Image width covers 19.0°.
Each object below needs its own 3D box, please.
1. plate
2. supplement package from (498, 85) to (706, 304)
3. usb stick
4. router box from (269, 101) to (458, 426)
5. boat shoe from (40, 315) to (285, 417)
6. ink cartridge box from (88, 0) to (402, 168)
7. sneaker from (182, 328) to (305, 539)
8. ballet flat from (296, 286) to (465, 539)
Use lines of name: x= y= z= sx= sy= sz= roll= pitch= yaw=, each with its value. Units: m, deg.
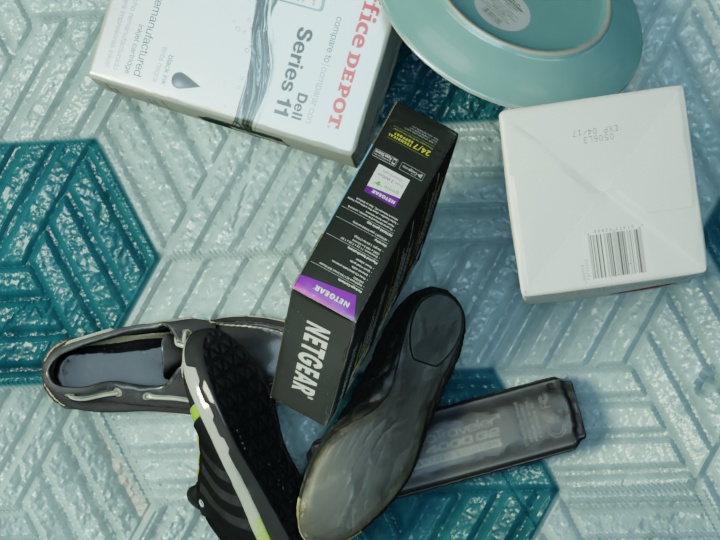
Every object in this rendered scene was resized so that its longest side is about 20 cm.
plate: x=0.105 y=-0.190 z=1.463 sx=0.198 sy=0.026 sz=0.202 roll=12 pitch=50 yaw=-15
supplement package: x=0.158 y=-0.045 z=1.429 sx=0.120 sy=0.200 sz=0.121 roll=-8 pitch=87 yaw=5
usb stick: x=0.059 y=0.124 z=1.515 sx=0.198 sy=0.033 sz=0.056 roll=-16 pitch=79 yaw=4
router box: x=0.000 y=0.000 z=1.419 sx=0.051 sy=0.200 sz=0.150 roll=27 pitch=66 yaw=5
boat shoe: x=-0.129 y=0.069 z=1.515 sx=0.198 sy=0.063 sz=0.073 roll=-4 pitch=85 yaw=3
ink cartridge box: x=-0.073 y=-0.171 z=1.509 sx=0.198 sy=0.083 sz=0.148 roll=16 pitch=89 yaw=4
sneaker: x=-0.094 y=0.140 z=1.489 sx=0.082 sy=0.072 sz=0.202 roll=-14 pitch=104 yaw=29
ballet flat: x=0.017 y=0.104 z=1.493 sx=0.066 sy=0.057 sz=0.201 roll=30 pitch=81 yaw=-2
